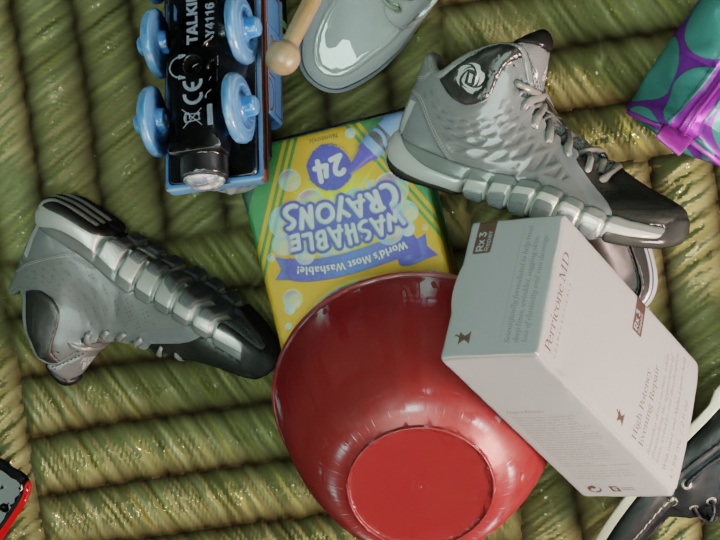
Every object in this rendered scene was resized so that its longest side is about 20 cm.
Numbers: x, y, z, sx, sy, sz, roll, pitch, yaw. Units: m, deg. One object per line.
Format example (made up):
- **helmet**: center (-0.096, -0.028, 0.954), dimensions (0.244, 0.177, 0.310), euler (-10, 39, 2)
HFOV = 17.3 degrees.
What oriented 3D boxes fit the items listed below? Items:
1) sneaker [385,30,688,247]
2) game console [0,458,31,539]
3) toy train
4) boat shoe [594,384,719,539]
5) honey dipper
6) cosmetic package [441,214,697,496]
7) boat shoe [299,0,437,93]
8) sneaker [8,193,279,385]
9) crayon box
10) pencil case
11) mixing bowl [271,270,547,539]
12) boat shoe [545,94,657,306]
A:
- **sneaker**: center (0.122, -0.090, 1.503), dimensions (0.200, 0.075, 0.116), euler (17, 99, 8)
- **game console**: center (-0.358, 0.168, 1.688), dimensions (0.200, 0.031, 0.177), euler (33, 95, 1)
- **toy train**: center (-0.093, -0.140, 1.543), dimensions (0.087, 0.114, 0.200), euler (-8, 72, 17)
- **boat shoe**: center (0.235, 0.135, 1.584), dimensions (0.066, 0.075, 0.199), euler (41, 91, 12)
- **honey dipper**: center (-0.016, -0.209, 1.539), dimensions (0.038, 0.038, 0.200), euler (25, 68, 3)
- **cosmetic package**: center (0.136, 0.058, 1.499), dimensions (0.074, 0.200, 0.102), euler (-4, 59, 32)
- **boat shoe**: center (0.024, -0.203, 1.567), dimensions (0.074, 0.067, 0.200), euler (34, 100, -3)
- **sneaker**: center (-0.156, 0.043, 1.626), dimensions (0.200, 0.075, 0.116), euler (34, 106, 14)
- **crayon box**: center (0.000, 0.000, 1.607), dimensions (0.126, 0.052, 0.200), euler (-13, 96, 9)
- **pencil case**: center (0.257, -0.164, 1.533), dimensions (0.085, 0.092, 0.200), euler (33, 101, 2)
- **mixing bowl**: center (0.039, 0.113, 1.553), dimensions (0.200, 0.108, 0.200), euler (1, 121, 1)
- **boat shoe**: center (0.130, -0.053, 1.580), dimensions (0.069, 0.057, 0.200), euler (-33, 92, 10)
